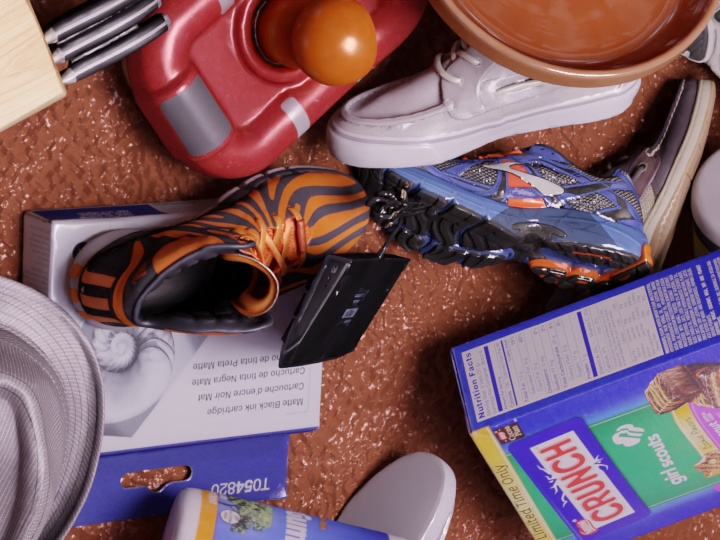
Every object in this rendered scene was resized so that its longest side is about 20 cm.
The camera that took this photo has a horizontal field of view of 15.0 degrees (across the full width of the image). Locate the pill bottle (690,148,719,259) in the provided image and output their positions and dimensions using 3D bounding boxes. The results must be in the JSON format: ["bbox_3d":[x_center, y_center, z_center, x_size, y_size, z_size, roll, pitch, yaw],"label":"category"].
[{"bbox_3d":[0.283,0.016,1.843,0.114,0.114,0.201,-33,137,-23],"label":"pill bottle"}]

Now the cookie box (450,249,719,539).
[{"bbox_3d":[0.181,0.090,1.758,0.199,0.075,0.171,-21,138,11],"label":"cookie box"}]

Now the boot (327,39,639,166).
[{"bbox_3d":[0.072,-0.131,1.665,0.199,0.074,0.096,-15,126,-11],"label":"boot"}]

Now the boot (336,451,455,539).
[{"bbox_3d":[0.017,0.218,1.775,0.095,0.073,0.201,34,89,-44],"label":"boot"}]

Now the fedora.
[{"bbox_3d":[-0.226,0.107,1.529,0.176,0.090,0.201,28,94,-21],"label":"fedora"}]

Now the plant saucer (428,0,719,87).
[{"bbox_3d":[0.119,-0.198,1.617,0.199,0.032,0.201,6,66,-14],"label":"plant saucer"}]

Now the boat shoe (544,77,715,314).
[{"bbox_3d":[0.179,-0.044,1.807,0.072,0.064,0.201,78,33,-72],"label":"boat shoe"}]

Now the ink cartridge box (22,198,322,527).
[{"bbox_3d":[-0.112,0.058,1.650,0.199,0.041,0.201,-6,106,-33],"label":"ink cartridge box"}]

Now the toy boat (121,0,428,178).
[{"bbox_3d":[-0.034,-0.141,1.593,0.200,0.131,0.131,-44,123,-17],"label":"toy boat"}]

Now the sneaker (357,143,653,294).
[{"bbox_3d":[0.091,-0.045,1.736,0.199,0.075,0.079,16,58,-18],"label":"sneaker"}]

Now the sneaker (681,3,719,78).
[{"bbox_3d":[0.250,-0.167,1.827,0.080,0.084,0.200,-35,111,18],"label":"sneaker"}]

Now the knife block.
[{"bbox_3d":[-0.206,-0.106,1.514,0.175,0.064,0.201,18,92,-29],"label":"knife block"}]

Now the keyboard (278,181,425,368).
[{"bbox_3d":[0.000,0.000,1.640,0.021,0.200,0.127,33,96,8],"label":"keyboard"}]

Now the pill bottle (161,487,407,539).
[{"bbox_3d":[-0.026,0.207,1.660,0.199,0.112,0.113,14,96,-8],"label":"pill bottle"}]

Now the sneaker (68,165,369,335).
[{"bbox_3d":[-0.059,-0.003,1.575,0.199,0.112,0.078,-23,110,-29],"label":"sneaker"}]
